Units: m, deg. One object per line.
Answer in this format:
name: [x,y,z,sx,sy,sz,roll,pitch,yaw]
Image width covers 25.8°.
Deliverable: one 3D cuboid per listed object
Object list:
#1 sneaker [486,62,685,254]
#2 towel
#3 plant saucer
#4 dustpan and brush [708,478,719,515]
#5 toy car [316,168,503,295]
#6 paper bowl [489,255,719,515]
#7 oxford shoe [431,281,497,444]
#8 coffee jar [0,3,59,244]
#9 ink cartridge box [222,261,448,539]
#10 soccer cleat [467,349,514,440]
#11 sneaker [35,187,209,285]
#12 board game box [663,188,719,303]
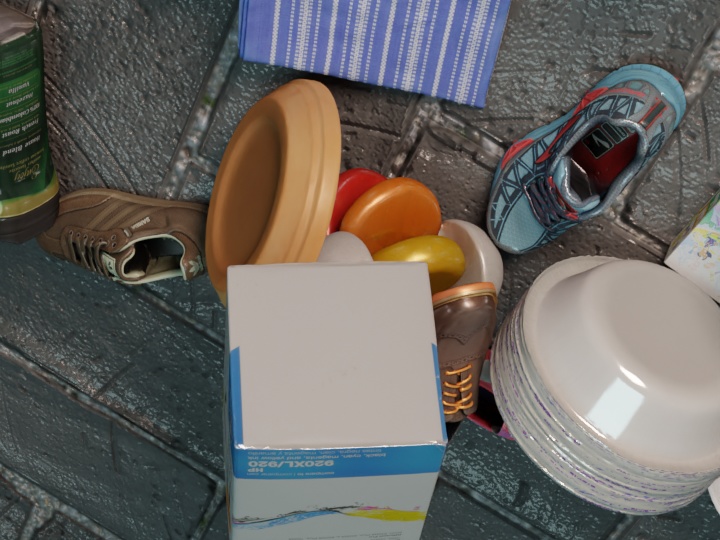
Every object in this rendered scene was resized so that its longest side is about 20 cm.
sneaker: [0.153,-0.073,1.178,0.079,0.096,0.200,40,129,-4]
towel: [0.007,-0.187,1.169,0.199,0.024,0.145,12,144,0]
plant saucer: [-0.075,-0.055,1.237,0.037,0.201,0.200,13,134,-24]
dustpan and brush: [0.307,0.146,1.260,0.057,0.140,0.200,22,-178,-38]
toy car: [0.000,0.000,1.274,0.200,0.174,0.150,-48,58,46]
paper bowl: [0.205,0.073,1.181,0.200,0.201,0.105,32,134,2]
oxford shoe: [0.074,0.073,1.207,0.071,0.073,0.200,-11,154,-11]
coffee jar: [-0.318,-0.125,1.361,0.104,0.085,0.201,25,131,32]
ink cartridge box: [-0.026,0.108,1.134,0.144,0.148,0.200,-2,147,-7]
soccer cleat: [0.155,0.127,1.324,0.199,0.077,0.067,26,129,7]
sneaker: [-0.215,-0.026,1.392,0.199,0.076,0.071,0,122,24]
board game box: [0.348,0.002,1.178,0.200,0.034,0.135,35,129,-1]
